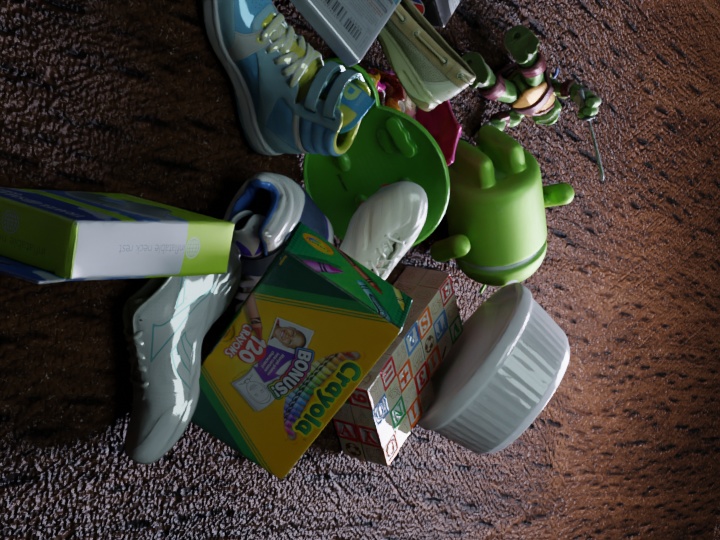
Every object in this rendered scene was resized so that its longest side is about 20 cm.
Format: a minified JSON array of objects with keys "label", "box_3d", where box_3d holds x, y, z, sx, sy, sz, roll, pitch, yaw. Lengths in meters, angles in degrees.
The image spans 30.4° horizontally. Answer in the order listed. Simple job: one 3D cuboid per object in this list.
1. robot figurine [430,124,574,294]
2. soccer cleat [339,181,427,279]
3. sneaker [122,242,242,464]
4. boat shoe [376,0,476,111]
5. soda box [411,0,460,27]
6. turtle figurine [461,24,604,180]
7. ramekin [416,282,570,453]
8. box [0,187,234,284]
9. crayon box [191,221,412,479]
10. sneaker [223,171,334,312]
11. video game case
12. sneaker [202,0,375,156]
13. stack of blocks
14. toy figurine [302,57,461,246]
[{"label":"robot figurine","box_3d":[0.159,-0.068,1.560,0.175,0.116,0.201,-28,129,-21]},{"label":"soccer cleat","box_3d":[0.000,0.000,1.261,0.069,0.200,0.078,26,32,-26]},{"label":"sneaker","box_3d":[-0.169,0.061,1.110,0.080,0.070,0.201,19,86,-35]},{"label":"boat shoe","box_3d":[0.036,-0.252,1.268,0.201,0.063,0.073,60,21,-1]},{"label":"soda box","box_3d":[0.093,-0.346,1.404,0.200,0.070,0.063,-59,145,-31]},{"label":"turtle figurine","box_3d":[0.205,-0.186,1.577,0.194,0.143,0.201,38,63,-53]},{"label":"ramekin","box_3d":[0.157,0.120,1.528,0.203,0.094,0.202,-53,-173,9]},{"label":"box","box_3d":[-0.199,-0.027,0.961,0.200,0.121,0.048,-2,105,-59]},{"label":"crayon box","box_3d":[-0.060,0.072,1.135,0.200,0.118,0.058,-53,-174,29]},{"label":"sneaker","box_3d":[-0.094,0.011,1.188,0.146,0.080,0.201,39,64,-59]},{"label":"video game case","box_3d":[-0.029,-0.314,1.179,0.200,0.022,0.182,46,56,-24]},{"label":"sneaker","box_3d":[-0.054,-0.184,1.150,0.080,0.130,0.201,-54,141,-35]},{"label":"stack of blocks","box_3d":[0.042,0.103,1.473,0.200,0.058,0.116,-52,140,-39]},{"label":"toy figurine","box_3d":[0.030,-0.143,1.348,0.201,0.150,0.184,63,27,-13]}]
